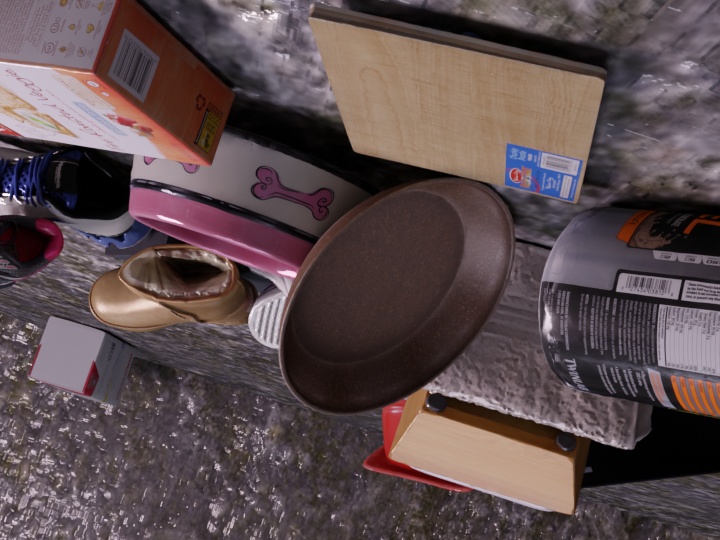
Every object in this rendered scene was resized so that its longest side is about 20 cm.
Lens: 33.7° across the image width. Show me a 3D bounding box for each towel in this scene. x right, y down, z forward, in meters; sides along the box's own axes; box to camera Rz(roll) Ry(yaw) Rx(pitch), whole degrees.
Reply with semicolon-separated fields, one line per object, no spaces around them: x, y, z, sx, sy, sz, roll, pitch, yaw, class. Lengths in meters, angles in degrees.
0.137;0.051;0.920;0.199;0.133;0.034;15;172;9;towel

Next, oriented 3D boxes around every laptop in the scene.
0.260;0.163;1.184;0.176;0.104;0.200;-6;167;-2;laptop

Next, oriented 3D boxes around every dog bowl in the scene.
-0.081;-0.046;0.873;0.199;0.074;0.200;19;175;2;dog bowl

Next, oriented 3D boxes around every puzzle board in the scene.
0.057;-0.091;0.671;0.150;0.017;0.200;14;168;10;puzzle board

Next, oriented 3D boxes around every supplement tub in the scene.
0.220;0.028;0.721;0.199;0.123;0.122;8;165;37;supplement tub

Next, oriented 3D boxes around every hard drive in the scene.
-0.142;-0.008;1.218;0.199;0.033;0.139;15;171;-35;hard drive

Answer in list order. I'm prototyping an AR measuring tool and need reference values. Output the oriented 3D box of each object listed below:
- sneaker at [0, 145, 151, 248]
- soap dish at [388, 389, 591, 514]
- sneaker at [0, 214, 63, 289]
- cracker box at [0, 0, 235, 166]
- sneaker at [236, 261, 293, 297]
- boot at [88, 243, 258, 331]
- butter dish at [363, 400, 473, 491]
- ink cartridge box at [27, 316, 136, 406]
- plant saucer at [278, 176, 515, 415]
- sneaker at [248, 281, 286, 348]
-0.287;-0.082;1.076;0.198;0.081;0.115;11;165;-5;sneaker
0.126;0.091;1.001;0.156;0.201;0.081;17;140;7;soap dish
-0.340;-0.017;0.991;0.074;0.081;0.200;-15;-178;35;sneaker
-0.199;-0.128;0.759;0.199;0.058;0.134;12;167;28;cracker box
-0.050;-0.024;0.999;0.200;0.085;0.074;36;-174;21;sneaker
-0.181;0.012;1.060;0.174;0.067;0.200;-3;173;3;boot
0.115;0.166;1.481;0.200;0.149;0.199;-28;-159;-38;butter dish
-0.622;0.208;2.678;0.144;0.146;0.200;14;167;15;ink cartridge box
0.021;0.013;0.842;0.200;0.201;0.037;31;-168;-50;plant saucer
0.000;-0.001;1.073;0.199;0.114;0.073;-13;112;24;sneaker
